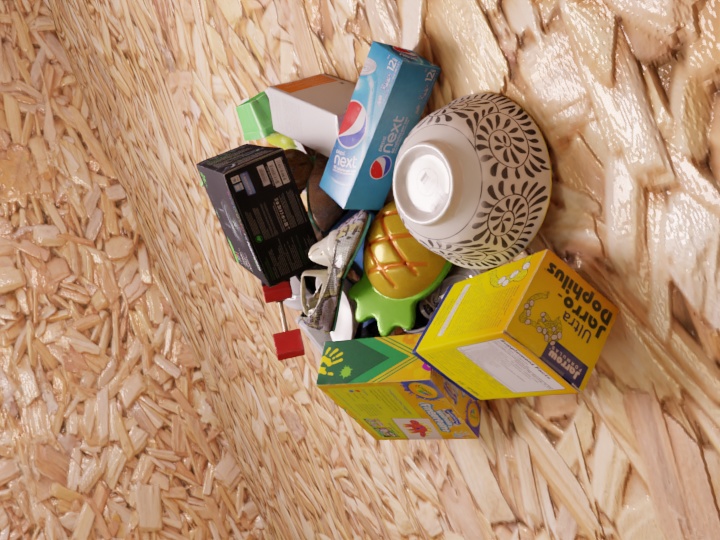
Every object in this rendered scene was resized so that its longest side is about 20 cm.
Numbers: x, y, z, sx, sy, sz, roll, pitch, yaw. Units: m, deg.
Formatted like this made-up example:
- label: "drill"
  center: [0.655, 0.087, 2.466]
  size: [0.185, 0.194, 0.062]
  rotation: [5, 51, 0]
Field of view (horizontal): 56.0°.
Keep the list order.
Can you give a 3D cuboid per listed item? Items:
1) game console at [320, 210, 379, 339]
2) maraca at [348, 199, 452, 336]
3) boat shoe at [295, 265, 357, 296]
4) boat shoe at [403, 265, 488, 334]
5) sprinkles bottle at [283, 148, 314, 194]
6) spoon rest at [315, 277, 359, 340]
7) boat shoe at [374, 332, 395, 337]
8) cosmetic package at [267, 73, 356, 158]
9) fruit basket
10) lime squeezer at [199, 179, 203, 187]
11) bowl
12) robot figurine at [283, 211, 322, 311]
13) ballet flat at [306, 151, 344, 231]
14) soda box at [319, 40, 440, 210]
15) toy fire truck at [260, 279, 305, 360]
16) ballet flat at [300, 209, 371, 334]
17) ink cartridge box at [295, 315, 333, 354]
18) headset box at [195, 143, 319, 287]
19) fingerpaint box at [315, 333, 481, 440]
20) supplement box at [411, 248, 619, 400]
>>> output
- label: "game console"
  center: [0.000, 0.000, 1.046]
  size: [0.200, 0.118, 0.171]
  rotation: [139, 146, -64]
- label: "maraca"
  center: [0.055, -0.012, 0.903]
  size: [0.137, 0.107, 0.200]
  rotation: [28, 96, 38]
- label: "boat shoe"
  center: [-0.050, 0.034, 1.164]
  size: [0.201, 0.066, 0.072]
  rotation: [43, 115, -1]
- label: "boat shoe"
  center: [0.112, 0.044, 0.935]
  size: [0.072, 0.068, 0.200]
  rotation: [65, 154, 4]
- label: "sprinkles bottle"
  center: [-0.131, -0.138, 1.125]
  size: [0.068, 0.068, 0.200]
  rotation: [66, 160, 2]
- label: "spoon rest"
  center: [-0.017, 0.092, 1.029]
  size: [0.099, 0.061, 0.200]
  rotation: [-1, 117, 60]
- label: "boat shoe"
  center: [0.024, 0.139, 1.186]
  size: [0.069, 0.071, 0.200]
  rotation: [64, 163, 1]
- label: "cosmetic package"
  center: [-0.042, -0.224, 0.977]
  size: [0.200, 0.101, 0.071]
  rotation: [35, 139, 47]
- label: "fruit basket"
  center: [-0.126, -0.220, 1.180]
  size: [0.200, 0.094, 0.185]
  rotation: [53, 167, -20]
- label: "lime squeezer"
  center: [-0.187, -0.172, 1.218]
  size: [0.038, 0.200, 0.071]
  rotation: [19, 102, 45]
- label: "bowl"
  center: [0.098, -0.096, 0.749]
  size: [0.201, 0.094, 0.201]
  rotation: [10, 103, 47]
- label: "robot figurine"
  center: [-0.110, -0.009, 1.264]
  size: [0.169, 0.113, 0.200]
  rotation: [10, 121, 38]
- label: "ballet flat"
  center: [-0.039, -0.135, 0.998]
  size: [0.068, 0.067, 0.200]
  rotation: [56, -159, -36]
- label: "soda box"
  center: [0.021, -0.177, 0.854]
  size: [0.064, 0.068, 0.200]
  rotation: [45, 124, 37]
- label: "toy fire truck"
  center: [-0.140, 0.034, 1.147]
  size: [0.141, 0.049, 0.200]
  rotation: [88, 168, -53]
- label: "ballet flat"
  center: [-0.043, 0.001, 0.927]
  size: [0.072, 0.072, 0.200]
  rotation: [45, 130, 37]
- label: "ink cartridge box"
  center: [-0.032, 0.158, 1.163]
  size: [0.200, 0.041, 0.200]
  rotation: [55, 172, -7]
- label: "headset box"
  center: [-0.154, -0.089, 1.004]
  size: [0.200, 0.093, 0.174]
  rotation: [28, 140, 62]
- label: "fingerpaint box"
  center: [0.060, 0.167, 0.947]
  size: [0.167, 0.073, 0.200]
  rotation: [-8, 143, 26]
- label: "supplement box"
  center: [0.166, 0.070, 0.765]
  size: [0.109, 0.110, 0.200]
  rotation: [38, 157, -11]
